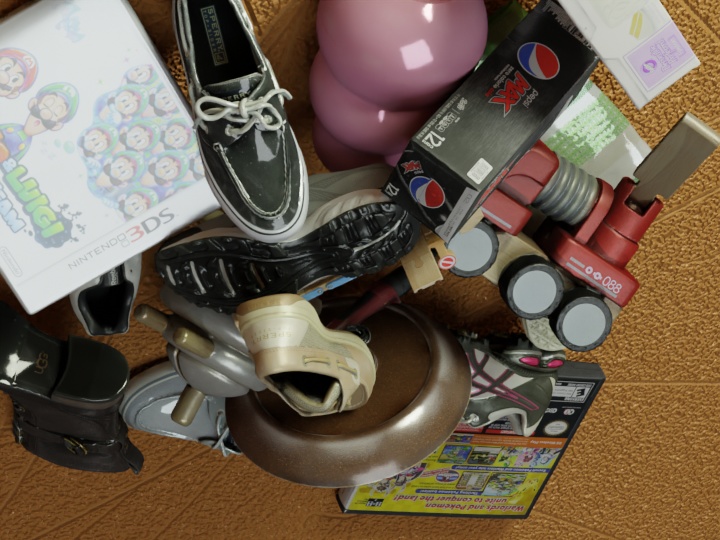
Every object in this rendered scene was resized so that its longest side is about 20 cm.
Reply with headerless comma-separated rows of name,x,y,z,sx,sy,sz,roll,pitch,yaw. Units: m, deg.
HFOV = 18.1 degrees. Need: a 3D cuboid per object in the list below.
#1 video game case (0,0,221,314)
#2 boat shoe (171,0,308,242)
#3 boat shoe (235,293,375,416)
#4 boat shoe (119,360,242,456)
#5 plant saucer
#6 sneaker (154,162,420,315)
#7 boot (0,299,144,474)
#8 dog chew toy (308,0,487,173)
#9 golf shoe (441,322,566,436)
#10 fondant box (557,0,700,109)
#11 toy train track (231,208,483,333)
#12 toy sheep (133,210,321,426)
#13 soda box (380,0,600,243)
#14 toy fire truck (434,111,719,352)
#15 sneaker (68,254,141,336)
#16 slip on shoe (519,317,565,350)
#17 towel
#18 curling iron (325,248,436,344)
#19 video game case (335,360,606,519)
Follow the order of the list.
video game case,-0.212,-0.092,1.620,0.182,0.024,0.200,-29,112,4
boat shoe,-0.084,-0.118,1.585,0.073,0.200,0.068,-12,177,-3
boat shoe,-0.037,0.077,1.665,0.072,0.065,0.200,-15,157,12
boat shoe,-0.101,0.116,1.874,0.200,0.072,0.070,-2,131,-22
plant saucer,-0.012,0.086,1.795,0.199,0.200,0.032,-19,133,-7
sneaker,-0.054,-0.026,1.660,0.199,0.079,0.074,-14,128,7
boot,-0.264,0.099,1.777,0.199,0.069,0.174,21,152,3
dog chew toy,0.018,-0.143,1.663,0.124,0.125,0.200,-3,139,-21
golf shoe,0.082,0.089,1.902,0.199,0.077,0.088,10,95,-28
fondant box,0.147,-0.225,1.582,0.058,0.200,0.144,-35,135,9
toy train track,0.000,0.000,1.675,0.199,0.115,0.033,-25,135,4
toy sheep,-0.097,0.028,1.750,0.138,0.138,0.200,31,91,-40
soda box,0.099,-0.111,1.636,0.200,0.063,0.071,-47,172,-38
toy fire truck,0.164,-0.059,1.725,0.176,0.129,0.200,33,99,-20
sneaker,-0.187,-0.037,1.694,0.073,0.080,0.201,-7,131,-15
slip on shoe,0.152,-0.031,1.865,0.074,0.061,0.201,-7,120,0
towel,0.127,-0.101,1.776,0.149,0.031,0.200,-39,115,12
curling iron,0.026,0.024,1.809,0.200,0.049,0.026,-41,150,-40
video game case,0.098,0.149,2.027,0.199,0.026,0.181,5,127,-29
